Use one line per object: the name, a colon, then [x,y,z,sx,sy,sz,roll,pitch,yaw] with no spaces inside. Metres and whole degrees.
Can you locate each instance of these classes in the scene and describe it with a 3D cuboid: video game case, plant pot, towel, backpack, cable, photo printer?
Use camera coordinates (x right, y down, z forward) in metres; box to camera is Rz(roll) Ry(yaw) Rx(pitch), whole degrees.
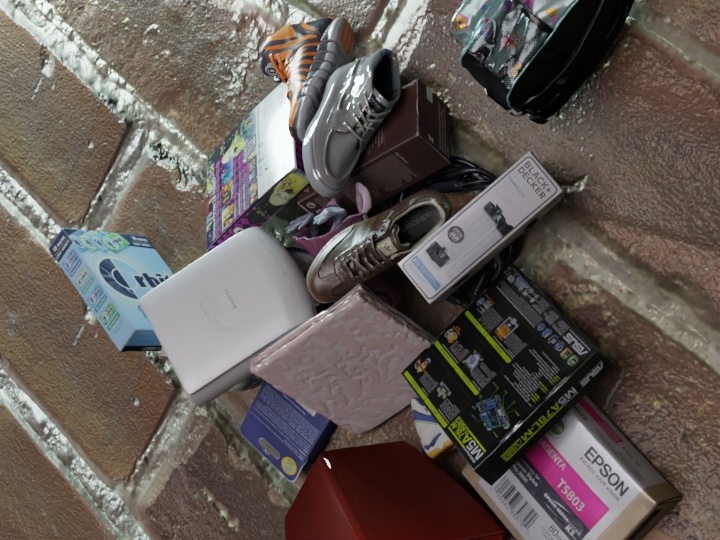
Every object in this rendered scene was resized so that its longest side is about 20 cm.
video game case: [-0.137,-0.137,1.797,0.181,0.036,0.201,-40,35,27]
plant pot: [0.019,0.318,1.623,0.177,0.198,0.201,57,134,35]
towel: [-0.004,0.114,1.666,0.190,0.199,0.032,-36,39,25]
backpack: [0.212,-0.289,1.535,0.200,0.175,0.154,-46,68,20]
cable: [0.106,-0.061,1.674,0.200,0.051,0.164,41,110,30]
photo printer: [-0.160,0.052,1.706,0.199,0.069,0.167,-32,67,3]

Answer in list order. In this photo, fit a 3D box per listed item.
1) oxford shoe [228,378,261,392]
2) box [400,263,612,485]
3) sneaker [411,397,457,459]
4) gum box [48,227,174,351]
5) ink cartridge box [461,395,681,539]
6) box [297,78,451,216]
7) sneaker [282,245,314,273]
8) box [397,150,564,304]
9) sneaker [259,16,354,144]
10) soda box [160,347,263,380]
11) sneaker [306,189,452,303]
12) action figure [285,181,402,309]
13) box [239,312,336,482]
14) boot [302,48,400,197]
oxford shoe: [-0.137,0.071,1.838,0.075,0.058,0.202,16,83,32]
box: [0.163,0.115,1.555,0.193,0.047,0.200,-47,38,5]
sneaker: [0.137,0.147,1.630,0.199,0.075,0.089,-37,68,27]
gum box: [-0.318,0.028,1.893,0.045,0.169,0.200,-51,62,21]
ink cartridge box: [0.238,0.246,1.556,0.200,0.075,0.165,48,115,27]
box: [0.016,-0.145,1.707,0.199,0.075,0.101,-28,42,32]
sneaker: [-0.144,0.015,1.789,0.198,0.072,0.073,-15,73,14]
box: [0.143,-0.047,1.570,0.200,0.117,0.060,-41,83,6]
sneaker: [-0.083,-0.243,1.758,0.111,0.078,0.201,0,53,24]
soda box: [-0.155,0.103,1.765,0.198,0.068,0.064,8,76,18]
sneaker: [0.020,-0.032,1.589,0.199,0.076,0.071,-37,95,1]
action figure: [0.000,0.000,1.706,0.149,0.134,0.200,-39,107,5]
box: [-0.076,0.167,1.802,0.121,0.032,0.201,38,107,30]
boot: [-0.007,-0.187,1.642,0.095,0.073,0.201,-26,42,42]
